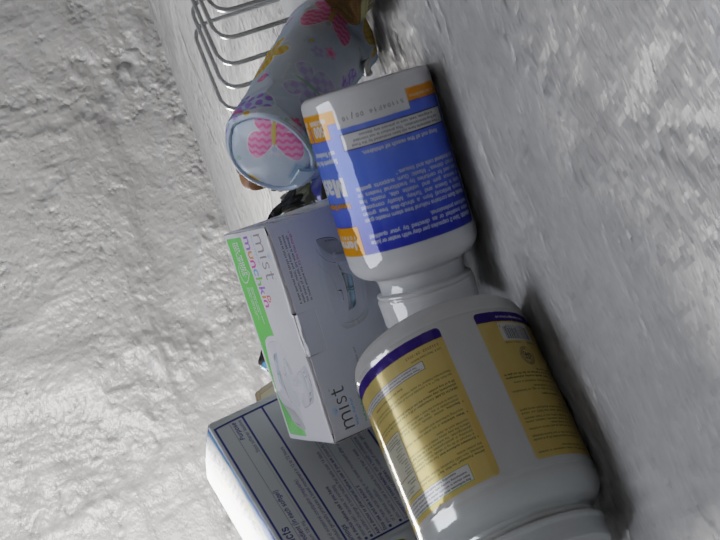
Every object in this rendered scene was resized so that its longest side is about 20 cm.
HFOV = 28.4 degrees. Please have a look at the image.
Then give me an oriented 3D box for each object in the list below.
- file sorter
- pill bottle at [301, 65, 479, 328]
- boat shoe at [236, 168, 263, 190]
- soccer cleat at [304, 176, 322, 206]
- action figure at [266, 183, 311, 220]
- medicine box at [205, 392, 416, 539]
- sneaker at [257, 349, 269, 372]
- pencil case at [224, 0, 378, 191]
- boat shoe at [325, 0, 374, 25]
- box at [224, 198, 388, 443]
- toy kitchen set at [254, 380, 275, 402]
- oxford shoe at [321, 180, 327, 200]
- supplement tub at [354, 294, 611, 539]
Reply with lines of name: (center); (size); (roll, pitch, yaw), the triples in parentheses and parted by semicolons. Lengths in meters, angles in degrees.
file sorter: (-0.115, -0.286, 1.533); (0.200, 0.124, 0.139); (92, 157, -64)
pill bottle: (0.031, -0.058, 1.166); (0.112, 0.112, 0.200); (-160, 53, -78)
boat shoe: (-0.098, -0.151, 1.620); (0.200, 0.076, 0.072); (-52, -21, -59)
soccer cleat: (-0.014, -0.111, 1.509); (0.065, 0.084, 0.200); (42, -163, -15)
action figure: (-0.051, -0.057, 1.608); (0.119, 0.102, 0.200); (50, -161, -30)
medicine box: (-0.019, 0.199, 1.352); (0.182, 0.200, 0.103); (54, 157, 27)
sneaker: (-0.049, 0.048, 1.636); (0.073, 0.200, 0.082); (16, 128, 33)
pencil case: (-0.050, -0.158, 1.258); (0.091, 0.083, 0.200); (43, -137, -18)
boat shoe: (-0.004, -0.255, 1.180); (0.073, 0.063, 0.200); (43, 176, -8)
box: (-0.002, 0.032, 1.285); (0.097, 0.176, 0.200); (-5, 104, 61)
toy kitchen set: (0.029, 0.182, 1.510); (0.163, 0.200, 0.181); (-37, 60, 45)
oxford shoe: (0.004, -0.073, 1.388); (0.071, 0.071, 0.200); (168, 108, -64)
supplement tub: (0.093, 0.136, 1.079); (0.145, 0.145, 0.200); (90, 160, -63)
